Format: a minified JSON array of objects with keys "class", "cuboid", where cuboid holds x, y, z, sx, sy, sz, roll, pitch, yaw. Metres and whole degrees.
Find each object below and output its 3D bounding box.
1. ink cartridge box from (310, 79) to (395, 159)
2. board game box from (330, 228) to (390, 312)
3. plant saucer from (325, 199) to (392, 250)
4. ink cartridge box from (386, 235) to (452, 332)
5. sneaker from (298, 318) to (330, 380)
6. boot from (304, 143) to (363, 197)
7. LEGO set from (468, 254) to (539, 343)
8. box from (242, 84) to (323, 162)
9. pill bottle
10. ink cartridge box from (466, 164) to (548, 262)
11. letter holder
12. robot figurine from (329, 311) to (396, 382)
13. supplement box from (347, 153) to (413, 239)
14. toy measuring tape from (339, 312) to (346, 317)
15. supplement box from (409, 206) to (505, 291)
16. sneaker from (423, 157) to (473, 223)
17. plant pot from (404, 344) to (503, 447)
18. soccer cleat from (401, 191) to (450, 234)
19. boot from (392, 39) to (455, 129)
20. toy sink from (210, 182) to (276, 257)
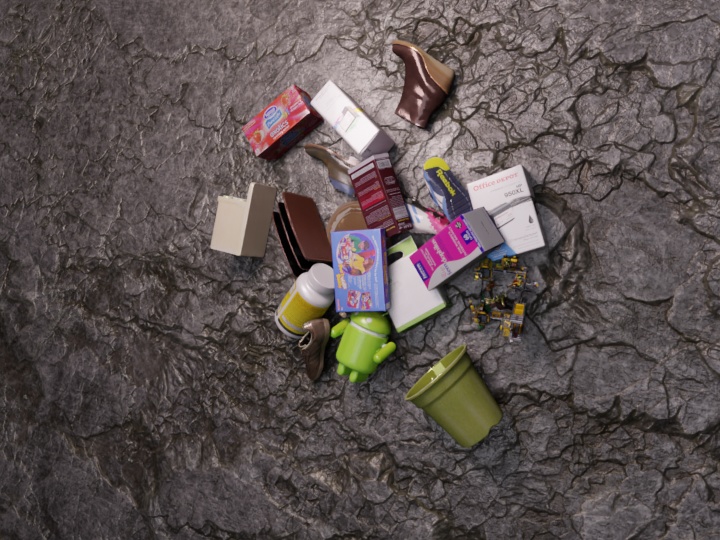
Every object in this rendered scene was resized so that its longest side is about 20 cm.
[{"class":"ink cartridge box","cuboid":[-0.017,-0.382,1.705,0.084,0.144,0.200,-45,74,13]},{"class":"board game box","cuboid":[0.000,0.000,1.642,0.132,0.045,0.204,-2,95,19]},{"class":"plant saucer","cuboid":[-0.009,-0.091,1.760,0.196,0.029,0.204,-1,88,21]},{"class":"ink cartridge box","cuboid":[0.125,0.035,1.679,0.146,0.076,0.203,-29,77,19]},{"class":"sneaker","cuboid":[-0.134,0.208,1.744,0.071,0.074,0.203,-115,32,-52]},{"class":"boot","cuboid":[-0.077,-0.272,1.766,0.197,0.075,0.099,22,94,19]},{"class":"LEGO set","cuboid":[0.327,0.077,1.539,0.151,0.116,0.203,14,125,13]},{"class":"box","cuboid":[-0.215,-0.404,1.812,0.199,0.095,0.101,-35,76,18]},{"class":"pill bottle","cuboid":[-0.138,0.079,1.732,0.113,0.112,0.201,49,126,15]},{"class":"ink cartridge box","cuboid":[0.355,-0.134,1.584,0.142,0.084,0.204,-17,83,21]},{"class":"letter holder","cuboid":[-0.171,-0.093,1.745,0.100,0.141,0.203,-30,72,27]},{"class":"robot figurine","cuboid":[0.008,0.186,1.700,0.174,0.115,0.203,26,98,33]},{"class":"supplement box","cuboid":[0.050,-0.181,1.663,0.108,0.060,0.203,-20,88,48]},{"class":"toy measuring tape","cuboid":[-0.024,0.020,1.718,0.072,0.073,0.204,3,100,21]},{"class":"supplement box","cuboid":[0.226,-0.049,1.559,0.200,0.103,0.102,-41,77,43]},{"class":"sneaker","cuboid":[0.222,-0.185,1.645,0.073,0.082,0.203,-24,79,-10]},{"class":"plant pot","cuboid":[0.237,0.315,1.581,0.200,0.200,0.185,-41,87,16]},{"class":"soccer cleat","cuboid":[0.158,-0.124,1.681,0.199,0.070,0.087,35,117,21]},{"class":"boot","cuboid":[0.128,-0.481,1.688,0.199,0.072,0.168,35,99,15]},{"class":"toy sink","cuboid":[-0.329,-0.148,1.835,0.110,0.130,0.204,13,95,21]}]
